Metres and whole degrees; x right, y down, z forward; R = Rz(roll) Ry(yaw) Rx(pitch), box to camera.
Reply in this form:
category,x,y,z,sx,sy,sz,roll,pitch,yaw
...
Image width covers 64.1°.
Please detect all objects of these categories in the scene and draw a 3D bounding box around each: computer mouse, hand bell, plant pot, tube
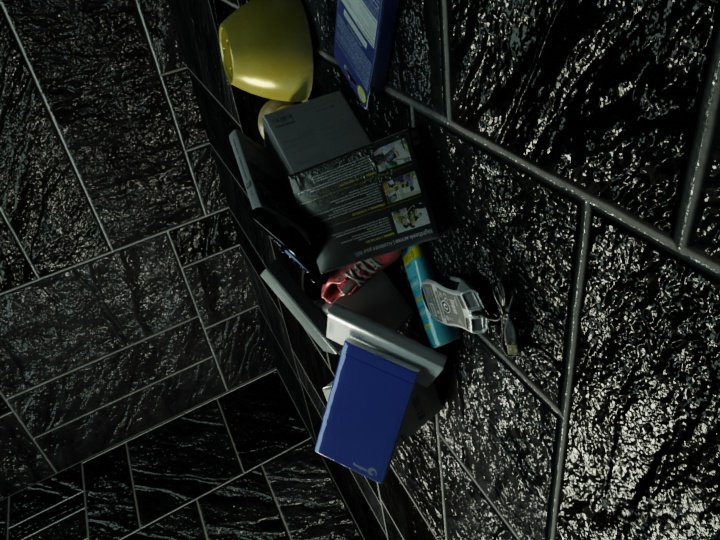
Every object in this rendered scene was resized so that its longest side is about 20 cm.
category,x,y,z,sx,sy,sz,roll,pitch,yaw
computer mouse,0.151,0.044,0.787,0.199,0.043,0.113,21,135,61
hand bell,-0.142,-0.310,1.158,0.199,0.101,0.107,19,129,71
plant pot,-0.185,-0.412,1.077,0.199,0.138,0.207,164,90,-70
tube,0.101,0.019,0.914,0.206,0.049,0.077,71,157,11

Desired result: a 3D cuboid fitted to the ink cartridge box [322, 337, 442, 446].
category,x,y,z,sx,sy,sz,roll,pitch,yaw
ink cartridge box,0.043,0.235,1.055,0.082,0.197,0.151,-16,97,50

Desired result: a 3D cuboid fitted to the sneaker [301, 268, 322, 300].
category,x,y,z,sx,sy,sz,roll,pitch,yaw
sneaker,-0.044,-0.038,1.055,0.072,0.204,0.112,29,172,-15

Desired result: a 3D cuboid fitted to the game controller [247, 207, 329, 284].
category,x,y,z,sx,sy,sz,roll,pitch,yaw
game controller,-0.107,-0.034,0.886,0.102,0.043,0.200,29,171,18

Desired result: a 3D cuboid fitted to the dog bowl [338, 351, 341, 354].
category,x,y,z,sx,sy,sz,roll,pitch,yaw
dog bowl,-0.037,0.092,1.340,0.199,0.057,0.207,36,132,52

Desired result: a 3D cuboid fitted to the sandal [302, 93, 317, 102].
category,x,y,z,sx,sy,sz,roll,pitch,yaw
sandal,-0.080,-0.256,1.112,0.081,0.056,0.204,101,147,-53

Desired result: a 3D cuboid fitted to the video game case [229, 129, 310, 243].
category,x,y,z,sx,sy,sz,roll,pitch,yaw
video game case,-0.131,-0.130,0.987,0.198,0.023,0.185,30,-150,-51

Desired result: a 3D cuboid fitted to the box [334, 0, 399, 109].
category,x,y,z,sx,sy,sz,roll,pitch,yaw
box,0.004,-0.340,0.796,0.123,0.032,0.202,62,160,23

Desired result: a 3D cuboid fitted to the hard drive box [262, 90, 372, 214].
category,x,y,z,sx,sy,sz,roll,pitch,yaw
hard drive box,-0.058,-0.185,0.969,0.204,0.152,0.077,61,162,23

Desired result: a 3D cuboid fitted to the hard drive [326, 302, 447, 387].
category,x,y,z,sx,sy,sz,roll,pitch,yaw
hard drive,0.037,0.124,0.942,0.195,0.027,0.133,26,157,6

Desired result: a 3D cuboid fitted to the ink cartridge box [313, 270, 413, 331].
category,x,y,z,sx,sy,sz,roll,pitch,yaw
ink cartridge box,-0.008,0.073,1.121,0.126,0.128,0.199,49,167,-11

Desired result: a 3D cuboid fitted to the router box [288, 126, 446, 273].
category,x,y,z,sx,sy,sz,roll,pitch,yaw
router box,0.008,-0.096,0.823,0.051,0.194,0.154,-38,-70,-65

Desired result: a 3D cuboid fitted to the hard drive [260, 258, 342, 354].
category,x,y,z,sx,sy,sz,roll,pitch,yaw
hard drive,-0.111,0.071,1.095,0.201,0.033,0.139,50,167,-5

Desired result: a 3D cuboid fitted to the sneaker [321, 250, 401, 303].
category,x,y,z,sx,sy,sz,roll,pitch,yaw
sneaker,0.000,0.000,0.947,0.073,0.088,0.199,37,141,-17

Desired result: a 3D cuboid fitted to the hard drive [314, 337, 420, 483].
category,x,y,z,sx,sy,sz,roll,pitch,yaw
hard drive,0.008,0.229,0.936,0.128,0.025,0.206,20,106,14
